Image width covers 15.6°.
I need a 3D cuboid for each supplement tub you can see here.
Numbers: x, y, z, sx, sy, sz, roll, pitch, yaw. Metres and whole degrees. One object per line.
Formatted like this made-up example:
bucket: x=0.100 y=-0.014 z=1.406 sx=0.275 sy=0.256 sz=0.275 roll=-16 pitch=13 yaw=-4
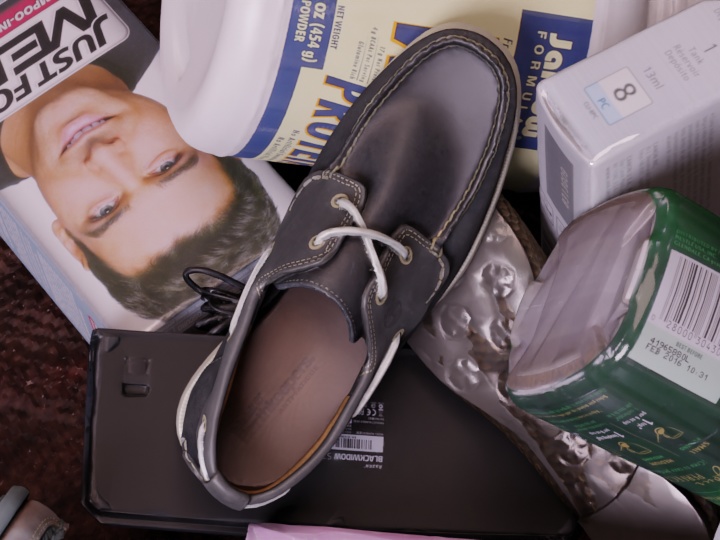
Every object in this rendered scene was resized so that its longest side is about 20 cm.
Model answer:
supplement tub: x=0.029 y=-0.109 z=1.064 sx=0.199 sy=0.145 sz=0.146 roll=6 pitch=57 yaw=-17

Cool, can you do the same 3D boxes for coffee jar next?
coffee jar: x=0.160 y=0.050 z=0.959 sx=0.199 sy=0.104 sz=0.086 roll=28 pitch=71 yaw=-17

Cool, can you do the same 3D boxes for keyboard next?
keyboard: x=-0.011 y=0.058 z=1.044 sx=0.199 sy=0.040 sz=0.105 roll=5 pitch=76 yaw=-10

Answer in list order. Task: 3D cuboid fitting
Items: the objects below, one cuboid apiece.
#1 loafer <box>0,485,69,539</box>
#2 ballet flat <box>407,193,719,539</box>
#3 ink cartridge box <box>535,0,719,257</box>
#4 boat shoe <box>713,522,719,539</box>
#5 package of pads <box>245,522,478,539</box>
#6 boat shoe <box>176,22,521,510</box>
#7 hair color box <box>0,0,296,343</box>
loafer: x=-0.147 y=0.175 z=0.918 sx=0.063 sy=0.072 sz=0.201 roll=28 pitch=75 yaw=-1
ballet flat: x=0.075 y=0.038 z=1.024 sx=0.067 sy=0.046 sz=0.200 roll=-43 pitch=82 yaw=26
ink cartridge box: x=0.164 y=-0.058 z=1.035 sx=0.199 sy=0.160 sz=0.047 roll=-28 pitch=61 yaw=-11
boat shoe: x=0.176 y=0.162 z=0.919 sx=0.074 sy=0.086 sz=0.203 roll=-8 pitch=91 yaw=37
package of pads: x=0.044 y=0.161 z=0.967 sx=0.199 sy=0.076 sz=0.121 roll=4 pitch=60 yaw=10
boat shoe: x=0.000 y=0.000 z=0.974 sx=0.072 sy=0.068 sz=0.201 roll=32 pitch=93 yaw=-4
hair color box: x=-0.111 y=-0.045 z=1.119 sx=0.099 sy=0.061 sz=0.200 roll=-35 pitch=62 yaw=-14
